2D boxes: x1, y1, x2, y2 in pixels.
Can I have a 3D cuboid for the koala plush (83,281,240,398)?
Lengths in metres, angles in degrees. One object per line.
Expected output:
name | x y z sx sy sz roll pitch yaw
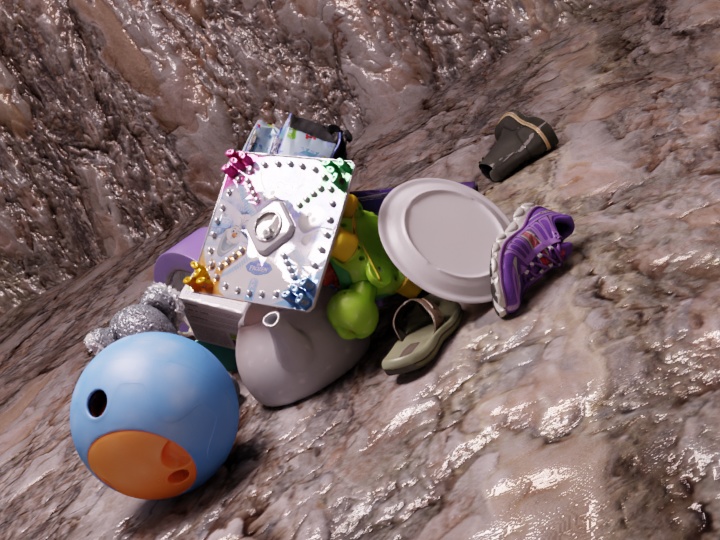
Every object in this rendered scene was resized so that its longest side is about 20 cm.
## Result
koala plush | -0.279 0.129 1.750 0.177 0.200 0.184 -37 15 -30

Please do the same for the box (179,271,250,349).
box | -0.164 0.009 1.844 0.112 0.101 0.200 13 53 23

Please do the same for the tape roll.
tape roll | -0.232 0.037 2.005 0.085 0.200 0.200 -38 15 -36

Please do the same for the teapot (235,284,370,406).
teapot | -0.093 0.076 1.673 0.200 0.146 0.197 -17 18 47

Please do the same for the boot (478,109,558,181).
boot | 0.248 -0.217 2.230 0.138 0.078 0.200 -37 13 -9

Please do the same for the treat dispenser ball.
treat dispenser ball | -0.246 0.174 1.503 0.201 0.201 0.201 -28 13 7

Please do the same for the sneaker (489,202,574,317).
sneaker | 0.212 -0.019 1.539 0.083 0.081 0.200 8 40 24

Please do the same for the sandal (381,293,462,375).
sandal | 0.073 0.066 1.543 0.080 0.057 0.201 -24 11 22

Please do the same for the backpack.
backpack | -0.106 -0.101 1.734 0.183 0.147 0.200 89 -162 -80

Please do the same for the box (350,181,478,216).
box | 0.067 -0.050 1.758 0.200 0.104 0.148 -4 19 9

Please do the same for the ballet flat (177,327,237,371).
ballet flat | -0.269 0.113 1.888 0.200 0.069 0.071 1 32 -29

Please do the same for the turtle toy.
turtle toy | 0.000 0.000 1.612 0.101 0.146 0.200 -44 28 34

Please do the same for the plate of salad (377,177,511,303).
plate of salad | 0.114 -0.035 1.606 0.200 0.200 0.048 -40 -13 -40

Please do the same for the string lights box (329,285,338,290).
string lights box | -0.018 0.027 1.891 0.200 0.059 0.103 -32 13 -9

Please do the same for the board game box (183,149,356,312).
board game box | -0.118 -0.057 1.589 0.200 0.026 0.200 8 75 34
